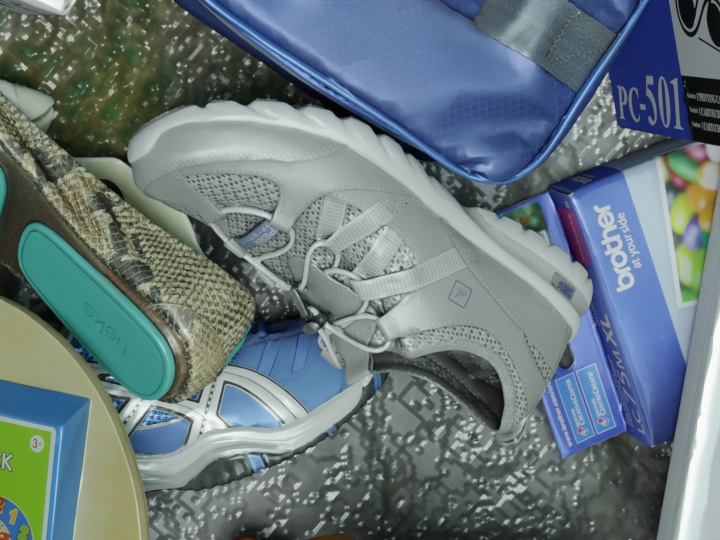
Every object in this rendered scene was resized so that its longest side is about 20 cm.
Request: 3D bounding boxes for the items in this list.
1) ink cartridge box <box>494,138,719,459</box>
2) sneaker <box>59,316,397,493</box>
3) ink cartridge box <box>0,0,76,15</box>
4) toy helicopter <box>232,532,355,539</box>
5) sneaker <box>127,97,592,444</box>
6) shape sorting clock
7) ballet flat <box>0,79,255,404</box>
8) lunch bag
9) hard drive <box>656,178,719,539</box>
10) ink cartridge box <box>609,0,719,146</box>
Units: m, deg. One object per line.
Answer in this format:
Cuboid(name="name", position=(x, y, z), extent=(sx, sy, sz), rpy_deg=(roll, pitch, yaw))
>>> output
Cuboid(name="ink cartridge box", position=(0.163, -0.004, 0.935), extent=(0.199, 0.042, 0.120), rpy_deg=(-20, 101, -7))
Cuboid(name="sneaker", position=(-0.081, 0.047, 0.869), extent=(0.199, 0.076, 0.077), rpy_deg=(-19, 102, -8))
Cuboid(name="ink cartridge box", position=(-0.161, -0.153, 0.761), extent=(0.146, 0.200, 0.085), rpy_deg=(22, 92, -13))
Cuboid(name="toy helicopter", position=(-0.067, 0.168, 0.893), extent=(0.199, 0.079, 0.133), rpy_deg=(1, 104, 0))
Cuboid(name="sneaker", position=(0.000, 0.000, 0.825), extent=(0.199, 0.075, 0.082), rpy_deg=(25, 65, -18))
Cuboid(name="shape sorting clock", position=(-0.165, 0.104, 0.832), extent=(0.199, 0.039, 0.201), rpy_deg=(2, 93, 28))
Cuboid(name="ballet flat", position=(-0.124, -0.029, 0.847), extent=(0.200, 0.068, 0.075), rpy_deg=(39, 46, 8))
Cuboid(name="lunch bag", position=(0.010, -0.132, 0.835), extent=(0.200, 0.132, 0.136), rpy_deg=(31, 90, -15))
Cuboid(name="hard drive", position=(0.201, 0.053, 0.916), extent=(0.131, 0.027, 0.201), rpy_deg=(8, 95, -16))
Cuboid(name="ink cartridge box", position=(0.144, -0.098, 0.833), extent=(0.044, 0.200, 0.094), rpy_deg=(-12, 100, -10))
